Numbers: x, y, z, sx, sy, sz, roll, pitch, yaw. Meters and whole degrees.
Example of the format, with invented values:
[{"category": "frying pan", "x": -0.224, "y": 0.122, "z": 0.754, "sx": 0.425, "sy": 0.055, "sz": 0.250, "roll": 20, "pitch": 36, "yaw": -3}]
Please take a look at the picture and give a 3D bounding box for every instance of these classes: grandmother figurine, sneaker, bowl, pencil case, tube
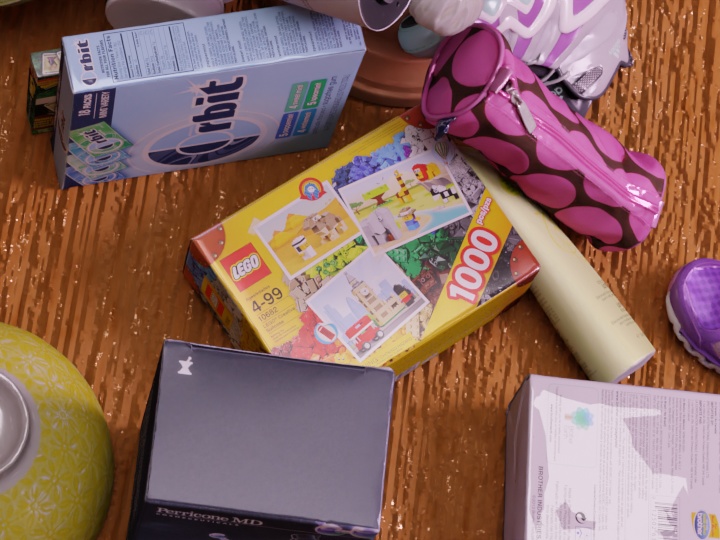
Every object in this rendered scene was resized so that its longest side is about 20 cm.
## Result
[{"category": "grandmother figurine", "x": 0.071, "y": -0.217, "z": 1.634, "sx": 0.120, "sy": 0.061, "sz": 0.200, "roll": 10, "pitch": 31, "yaw": 7}, {"category": "sneaker", "x": 0.310, "y": 0.054, "z": 1.681, "sx": 0.200, "sy": 0.089, "sz": 0.081, "roll": 37, "pitch": 70, "yaw": 6}, {"category": "bowl", "x": -0.256, "y": 0.114, "z": 1.549, "sx": 0.198, "sy": 0.108, "sz": 0.202, "roll": 3, "pitch": 69, "yaw": -9}, {"category": "pencil case", "x": 0.132, "y": -0.087, "z": 1.652, "sx": 0.199, "sy": 0.093, "sz": 0.091, "roll": 32, "pitch": 73, "yaw": -34}, {"category": "tube", "x": 0.133, "y": -0.009, "z": 1.686, "sx": 0.052, "sy": 0.058, "sz": 0.201, "roll": -30, "pitch": 79, "yaw": -27}, {"category": "sneaker", "x": 0.124, "y": -0.148, "z": 1.711, "sx": 0.199, "sy": 0.078, "sz": 0.141, "roll": -22, "pitch": 106, "yaw": -28}]

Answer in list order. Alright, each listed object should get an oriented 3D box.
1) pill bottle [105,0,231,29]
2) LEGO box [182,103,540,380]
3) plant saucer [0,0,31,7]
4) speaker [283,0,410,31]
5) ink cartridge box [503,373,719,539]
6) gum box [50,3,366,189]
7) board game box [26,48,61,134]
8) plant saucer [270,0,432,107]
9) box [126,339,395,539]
[{"category": "pill bottle", "x": -0.118, "y": -0.262, "z": 1.707, "sx": 0.110, "sy": 0.111, "sz": 0.201, "roll": 17, "pitch": 68, "yaw": -4}, {"category": "LEGO box", "x": 0.000, "y": 0.000, "z": 1.651, "sx": 0.199, "sy": 0.077, "sz": 0.149, "roll": -32, "pitch": 79, "yaw": -19}, {"category": "plant saucer", "x": -0.231, "y": -0.267, "z": 1.687, "sx": 0.199, "sy": 0.031, "sz": 0.201, "roll": -13, "pitch": 58, "yaw": 23}, {"category": "speaker", "x": -0.059, "y": -0.221, "z": 1.561, "sx": 0.199, "sy": 0.081, "sz": 0.081, "roll": 21, "pitch": 65, "yaw": 28}, {"category": "ink cartridge box", "x": 0.202, "y": 0.155, "z": 1.631, "sx": 0.198, "sy": 0.076, "sz": 0.138, "roll": 6, "pitch": 70, "yaw": -6}, {"category": "gum box", "x": -0.108, "y": -0.120, "z": 1.626, "sx": 0.198, "sy": 0.170, "sz": 0.045, "roll": -9, "pitch": 72, "yaw": -13}, {"category": "board game box", "x": -0.134, "y": -0.140, "z": 1.664, "sx": 0.198, "sy": 0.105, "sz": 0.024, "roll": -11, "pitch": 71, "yaw": -13}, {"category": "plant saucer", "x": 0.031, "y": -0.220, "z": 1.759, "sx": 0.198, "sy": 0.037, "sz": 0.202, "roll": 4, "pitch": 70, "yaw": -9}, {"category": "box", "x": -0.069, "y": 0.132, "z": 1.526, "sx": 0.147, "sy": 0.200, "sz": 0.108, "roll": 8, "pitch": 69, "yaw": -6}]
